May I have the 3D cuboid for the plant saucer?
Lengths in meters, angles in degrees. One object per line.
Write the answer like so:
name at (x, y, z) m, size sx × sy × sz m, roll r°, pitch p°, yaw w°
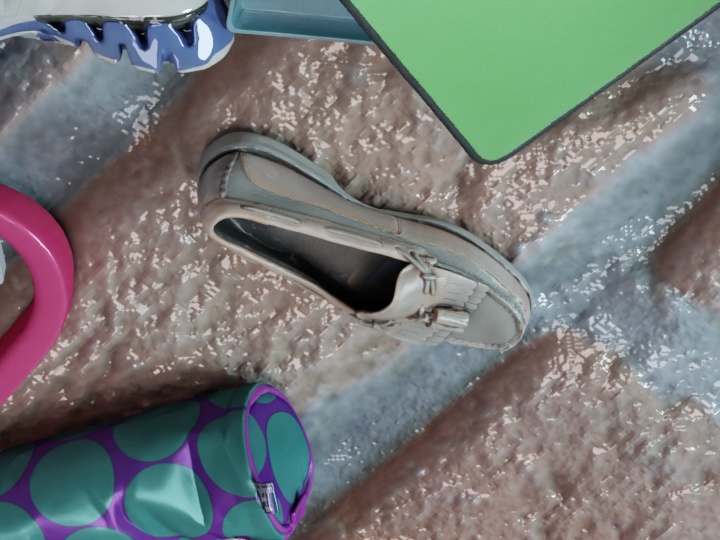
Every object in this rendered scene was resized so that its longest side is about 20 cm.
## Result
plant saucer at (0.036, -0.140, 1.380) m, size 0.199 × 0.019 × 0.070 m, roll 4°, pitch 129°, yaw -11°

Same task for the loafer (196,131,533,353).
loafer at (0.000, 0.000, 1.480) m, size 0.199 × 0.063 × 0.072 m, roll 27°, pitch 126°, yaw -16°

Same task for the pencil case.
pencil case at (-0.130, 0.128, 1.578) m, size 0.199 × 0.085 × 0.093 m, roll -14°, pitch 98°, yaw 16°

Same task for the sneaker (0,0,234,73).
sneaker at (-0.154, -0.168, 1.360) m, size 0.198 × 0.081 × 0.116 m, roll 4°, pitch 125°, yaw -7°

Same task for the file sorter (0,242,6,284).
file sorter at (-0.275, -0.010, 1.290) m, size 0.199 × 0.125 × 0.139 m, roll -6°, pitch 127°, yaw 2°

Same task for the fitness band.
fitness band at (-0.242, 0.022, 1.536) m, size 0.143 × 0.038 × 0.200 m, roll 32°, pitch 125°, yaw -19°

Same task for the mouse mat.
mouse mat at (0.083, -0.140, 1.330) m, size 0.161 × 0.008 × 0.200 m, roll -35°, pitch 140°, yaw 7°
